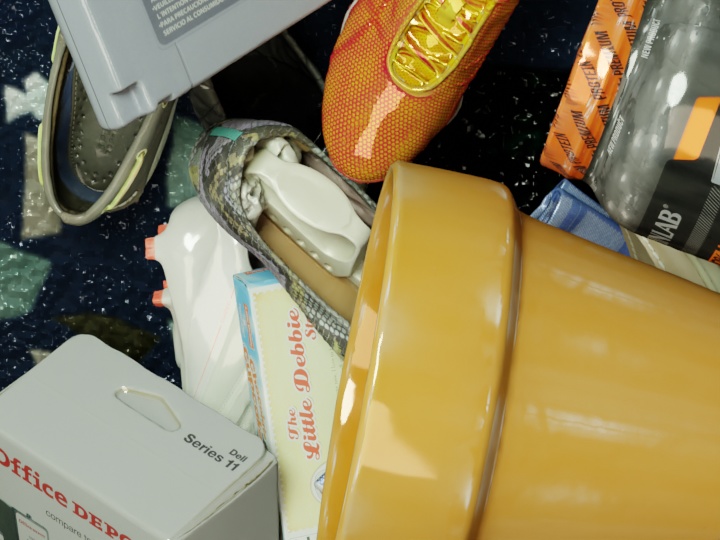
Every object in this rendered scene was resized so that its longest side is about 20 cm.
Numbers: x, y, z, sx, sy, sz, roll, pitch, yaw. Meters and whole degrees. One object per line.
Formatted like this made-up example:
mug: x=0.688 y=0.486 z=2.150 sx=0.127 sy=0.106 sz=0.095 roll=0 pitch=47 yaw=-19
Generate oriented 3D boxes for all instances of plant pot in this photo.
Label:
plant pot: x=0.085 y=0.066 z=1.205 sx=0.182 sy=0.200 sz=0.201 roll=10 pitch=115 yaw=-3

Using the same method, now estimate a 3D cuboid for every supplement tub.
supplement tub: x=0.187 y=-0.056 z=1.170 sx=0.199 sy=0.123 sz=0.123 roll=21 pitch=116 yaw=4

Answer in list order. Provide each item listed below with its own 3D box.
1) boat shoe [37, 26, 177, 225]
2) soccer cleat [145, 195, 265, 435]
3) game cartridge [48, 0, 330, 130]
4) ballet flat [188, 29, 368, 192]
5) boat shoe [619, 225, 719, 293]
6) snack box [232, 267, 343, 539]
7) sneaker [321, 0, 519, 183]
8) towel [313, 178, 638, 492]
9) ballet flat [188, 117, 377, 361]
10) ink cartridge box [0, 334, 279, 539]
boat shoe: x=-0.118 y=-0.117 z=1.370 sx=0.072 sy=0.060 sz=0.203 roll=19 pitch=116 yaw=6
soccer cleat: x=-0.061 y=0.057 z=1.432 sx=0.077 sy=0.069 sz=0.201 roll=-5 pitch=109 yaw=11
game cartridge: x=-0.072 y=-0.167 z=1.255 sx=0.041 sy=0.200 sz=0.134 roll=-7 pitch=112 yaw=48
ballet flat: x=-0.054 y=-0.098 z=1.343 sx=0.066 sy=0.057 sz=0.200 roll=-45 pitch=123 yaw=-12
boat shoe: x=0.160 y=0.053 z=1.305 sx=0.065 sy=0.072 sz=0.201 roll=-26 pitch=115 yaw=-2
snack box: x=0.006 y=0.090 z=1.405 sx=0.116 sy=0.037 sz=0.201 roll=-11 pitch=104 yaw=-14
sneaker: x=0.039 y=-0.130 z=1.281 sx=0.073 sy=0.077 sz=0.201 roll=30 pitch=102 yaw=-3
towel: x=0.089 y=0.068 z=1.339 sx=0.147 sy=0.024 sz=0.200 roll=33 pitch=100 yaw=-27
ballet flat: x=0.000 y=0.000 z=1.329 sx=0.200 sy=0.072 sz=0.072 roll=42 pitch=115 yaw=-14
ink cartridge box: x=-0.119 y=0.153 z=1.419 sx=0.146 sy=0.083 sz=0.201 roll=29 pitch=138 yaw=29
